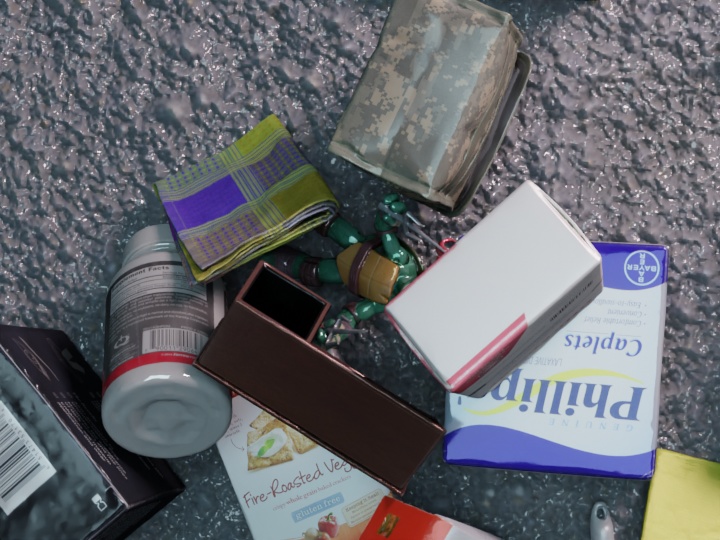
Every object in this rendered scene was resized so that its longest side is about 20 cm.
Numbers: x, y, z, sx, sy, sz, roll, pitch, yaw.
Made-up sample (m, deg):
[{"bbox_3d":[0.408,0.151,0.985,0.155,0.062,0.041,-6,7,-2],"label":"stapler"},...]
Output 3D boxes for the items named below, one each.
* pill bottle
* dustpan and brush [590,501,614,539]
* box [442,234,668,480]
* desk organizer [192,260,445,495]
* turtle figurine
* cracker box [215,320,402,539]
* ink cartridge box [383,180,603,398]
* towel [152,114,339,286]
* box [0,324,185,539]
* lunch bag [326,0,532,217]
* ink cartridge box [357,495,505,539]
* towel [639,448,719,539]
[{"bbox_3d":[-0.170,0.055,1.149,0.110,0.111,0.201,-14,45,6],"label":"pill bottle"},{"bbox_3d":[0.224,0.309,1.157,0.138,0.057,0.202,-4,93,-6],"label":"dustpan and brush"},{"bbox_3d":[0.171,0.075,1.148,0.182,0.105,0.202,3,87,8],"label":"box"},{"bbox_3d":[-0.025,0.085,1.057,0.199,0.072,0.077,32,123,-3],"label":"desk organizer"},{"bbox_3d":[0.000,0.000,1.150,0.199,0.100,0.151,26,96,34],"label":"turtle figurine"},{"bbox_3d":[-0.056,0.162,1.194,0.133,0.058,0.201,-24,83,5],"label":"cracker box"},{"bbox_3d":[0.109,0.022,1.007,0.146,0.200,0.085,-41,76,4],"label":"ink cartridge box"},{"bbox_3d":[-0.107,-0.066,1.160,0.143,0.200,0.023,-29,125,-2],"label":"towel"},{"bbox_3d":[-0.277,0.159,1.150,0.117,0.200,0.197,-41,82,2],"label":"box"},{"bbox_3d":[0.069,-0.141,1.129,0.117,0.200,0.165,26,93,13],"label":"lunch bag"},{"bbox_3d":[0.055,0.293,1.111,0.057,0.200,0.163,30,90,42],"label":"ink cartridge box"},{"bbox_3d":[0.280,0.258,1.130,0.085,0.018,0.201,14,64,3],"label":"towel"}]
